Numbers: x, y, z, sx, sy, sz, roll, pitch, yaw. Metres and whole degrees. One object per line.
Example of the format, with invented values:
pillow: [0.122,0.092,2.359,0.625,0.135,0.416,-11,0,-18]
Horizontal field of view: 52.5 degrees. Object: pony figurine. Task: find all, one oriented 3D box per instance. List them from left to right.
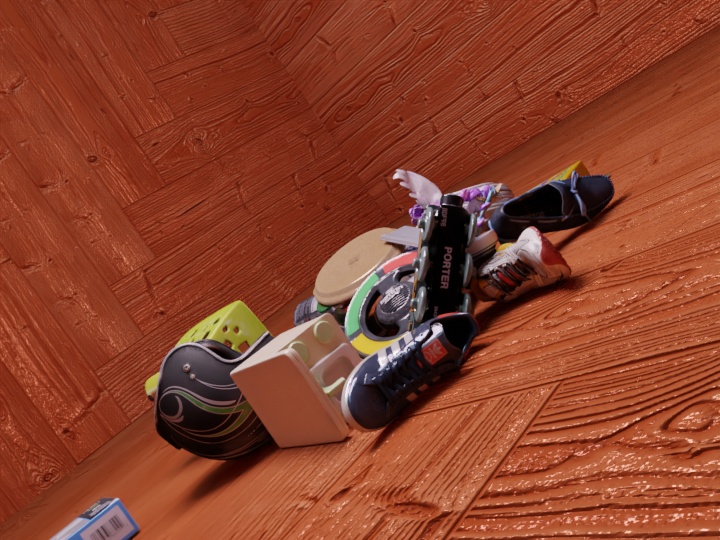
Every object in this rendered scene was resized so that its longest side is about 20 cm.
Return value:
pony figurine: [0.146,-0.086,1.305,0.201,0.192,0.167,-65,26,24]

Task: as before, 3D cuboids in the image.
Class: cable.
cable: [0.222,-0.118,1.506,0.199,0.070,0.200,-16,-9,4]

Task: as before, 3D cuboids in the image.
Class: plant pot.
plant pot: [-0.262,0.206,1.348,0.199,0.200,0.182,-29,13,41]

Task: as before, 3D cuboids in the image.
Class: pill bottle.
pill bottle: [-0.051,0.085,1.568,0.106,0.106,0.200,-39,7,-41]

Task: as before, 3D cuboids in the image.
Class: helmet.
helmet: [-0.198,0.185,1.106,0.190,0.201,0.200,10,5,-2]

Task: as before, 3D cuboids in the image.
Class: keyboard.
keyboard: [0.103,-0.051,1.163,0.056,0.011,0.200,-21,18,-25]

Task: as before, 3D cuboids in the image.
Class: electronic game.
electronic game: [0.059,0.050,1.100,0.200,0.042,0.200,-27,39,24]

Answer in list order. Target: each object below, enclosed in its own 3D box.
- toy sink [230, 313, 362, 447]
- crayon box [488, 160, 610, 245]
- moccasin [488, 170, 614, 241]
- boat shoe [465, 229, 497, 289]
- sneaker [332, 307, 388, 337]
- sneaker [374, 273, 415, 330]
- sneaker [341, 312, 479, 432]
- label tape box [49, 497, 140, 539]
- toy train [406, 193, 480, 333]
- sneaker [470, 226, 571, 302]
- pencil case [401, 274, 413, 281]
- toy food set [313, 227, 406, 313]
toy sink: [-0.064,0.144,0.966,0.112,0.131,0.200,-37,5,-33]
crayon box: [0.342,-0.129,1.327,0.200,0.052,0.126,-30,7,38]
moccasin: [0.287,-0.092,1.062,0.199,0.081,0.068,-24,-19,-11]
boat shoe: [0.173,-0.007,1.089,0.070,0.066,0.200,-29,-7,-9]
sneaker: [-0.008,0.096,1.263,0.067,0.090,0.200,-34,5,23]
sneaker: [0.113,0.032,1.208,0.200,0.075,0.115,-39,7,-3]
sneaker: [0.061,0.104,0.822,0.200,0.075,0.084,-38,2,-38]
label tape box: [-0.443,0.428,1.147,0.143,0.066,0.200,-38,8,-33]
toy train: [0.105,0.001,0.972,0.085,0.201,0.114,7,-9,-5]
sneaker: [0.199,0.006,0.926,0.082,0.078,0.200,-40,-3,-13]
pencil case: [0.113,-0.004,1.482,0.089,0.078,0.200,-31,6,25]
toy food set: [0.000,0.000,1.274,0.200,0.049,0.198,-36,23,2]
